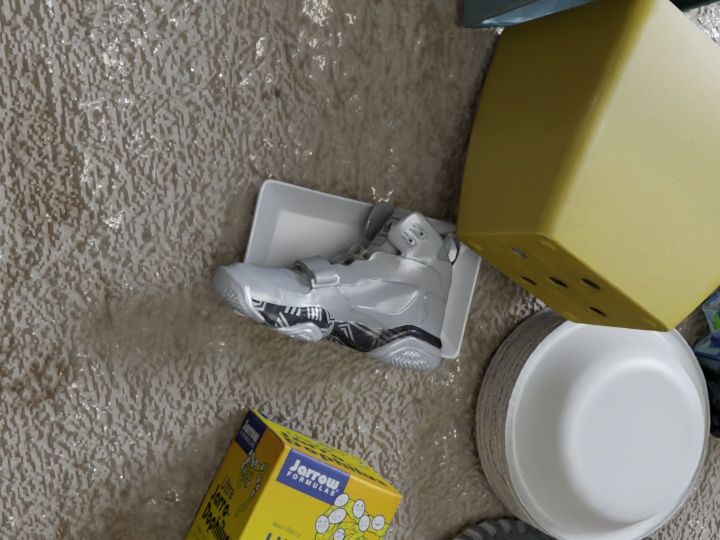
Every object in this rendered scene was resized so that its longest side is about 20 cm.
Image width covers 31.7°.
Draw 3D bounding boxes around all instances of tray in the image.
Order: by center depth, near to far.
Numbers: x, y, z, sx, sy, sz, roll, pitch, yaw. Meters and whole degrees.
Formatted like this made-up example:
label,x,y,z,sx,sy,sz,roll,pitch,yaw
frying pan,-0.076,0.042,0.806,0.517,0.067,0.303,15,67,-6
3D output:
label,x,y,z,sx,sy,sz,roll,pitch,yaw
tray,0.000,0.000,1.005,0.197,0.022,0.109,13,95,-22

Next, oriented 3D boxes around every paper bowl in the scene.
label,x,y,z,sx,sy,sz,roll,pitch,yaw
paper bowl,0.202,0.129,1.050,0.197,0.104,0.204,-1,93,-19

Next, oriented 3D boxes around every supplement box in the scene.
label,x,y,z,sx,sy,sz,roll,pitch,yaw
supplement box,-0.071,0.228,0.968,0.108,0.109,0.202,26,89,-22

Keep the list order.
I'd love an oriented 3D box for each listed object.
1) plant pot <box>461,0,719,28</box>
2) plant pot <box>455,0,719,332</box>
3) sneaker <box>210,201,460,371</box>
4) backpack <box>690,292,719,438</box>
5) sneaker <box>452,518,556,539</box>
label,x,y,z,sx,sy,sz,roll,pitch,yaw
plant pot,0.190,-0.300,0.945,0.193,0.195,0.204,-6,93,-19
plant pot,0.188,-0.066,0.954,0.199,0.199,0.178,34,77,-21
sneaker,-0.012,-0.001,0.951,0.198,0.075,0.117,18,91,-27
backpack,0.394,0.068,1.067,0.181,0.200,0.149,-25,106,-14
sneaker,0.085,0.277,1.069,0.198,0.075,0.083,-20,140,-21
